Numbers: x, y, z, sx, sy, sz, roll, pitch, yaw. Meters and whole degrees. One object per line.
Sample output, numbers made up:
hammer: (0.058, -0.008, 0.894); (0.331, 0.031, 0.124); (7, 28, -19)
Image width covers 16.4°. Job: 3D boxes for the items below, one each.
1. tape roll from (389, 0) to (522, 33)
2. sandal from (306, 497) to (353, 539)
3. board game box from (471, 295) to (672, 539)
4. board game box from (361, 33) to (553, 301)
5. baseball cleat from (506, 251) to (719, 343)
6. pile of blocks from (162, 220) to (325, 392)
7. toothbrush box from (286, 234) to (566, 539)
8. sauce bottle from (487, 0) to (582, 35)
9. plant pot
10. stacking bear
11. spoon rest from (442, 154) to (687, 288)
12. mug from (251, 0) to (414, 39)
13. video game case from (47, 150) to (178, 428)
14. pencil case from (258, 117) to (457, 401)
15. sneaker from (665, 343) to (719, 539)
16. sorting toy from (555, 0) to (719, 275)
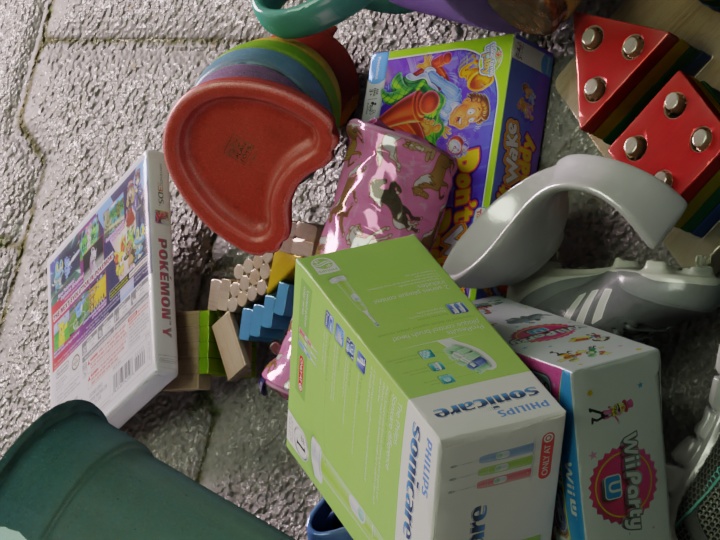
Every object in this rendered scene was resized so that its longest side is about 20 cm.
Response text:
tape roll: (0.083, -0.263, 1.657); (0.085, 0.200, 0.201); (20, 88, 47)
sandal: (-0.008, 0.178, 1.656); (0.079, 0.087, 0.201); (38, 104, 44)
board game box: (0.109, 0.106, 1.509); (0.200, 0.064, 0.148); (16, 115, 62)
board game box: (0.055, -0.055, 1.714); (0.134, 0.045, 0.201); (-4, 71, 43)
baseball cleat: (0.158, 0.042, 1.555); (0.200, 0.069, 0.107); (-1, 83, 63)
pile of blocks: (-0.066, 0.032, 1.792); (0.200, 0.062, 0.082); (-38, 58, 39)
toothbrush box: (0.034, 0.095, 1.488); (0.200, 0.086, 0.146); (-129, 34, -49)
sauce bottle: (0.158, -0.243, 1.632); (0.066, 0.066, 0.200); (17, 62, 46)
plant pot: (-0.136, 0.213, 1.600); (0.195, 0.200, 0.201); (23, 91, 19)
stacking bear: (-0.057, -0.115, 1.767); (0.122, 0.113, 0.200); (-60, -2, 27)
spoon rest: (0.117, -0.035, 1.555); (0.099, 0.061, 0.200); (-50, 20, -28)
mug: (0.019, -0.243, 1.752); (0.114, 0.152, 0.186); (25, 105, 43)
video game case: (-0.190, 0.033, 1.896); (0.200, 0.023, 0.183); (-41, 46, 52)
pencil case: (0.000, 0.000, 1.657); (0.086, 0.083, 0.201); (20, 88, 15)
sneaker: (0.245, 0.092, 1.455); (0.091, 0.077, 0.201); (35, 109, 42)
sorting toy: (0.217, -0.135, 1.568); (0.200, 0.069, 0.199); (-48, 47, 20)
